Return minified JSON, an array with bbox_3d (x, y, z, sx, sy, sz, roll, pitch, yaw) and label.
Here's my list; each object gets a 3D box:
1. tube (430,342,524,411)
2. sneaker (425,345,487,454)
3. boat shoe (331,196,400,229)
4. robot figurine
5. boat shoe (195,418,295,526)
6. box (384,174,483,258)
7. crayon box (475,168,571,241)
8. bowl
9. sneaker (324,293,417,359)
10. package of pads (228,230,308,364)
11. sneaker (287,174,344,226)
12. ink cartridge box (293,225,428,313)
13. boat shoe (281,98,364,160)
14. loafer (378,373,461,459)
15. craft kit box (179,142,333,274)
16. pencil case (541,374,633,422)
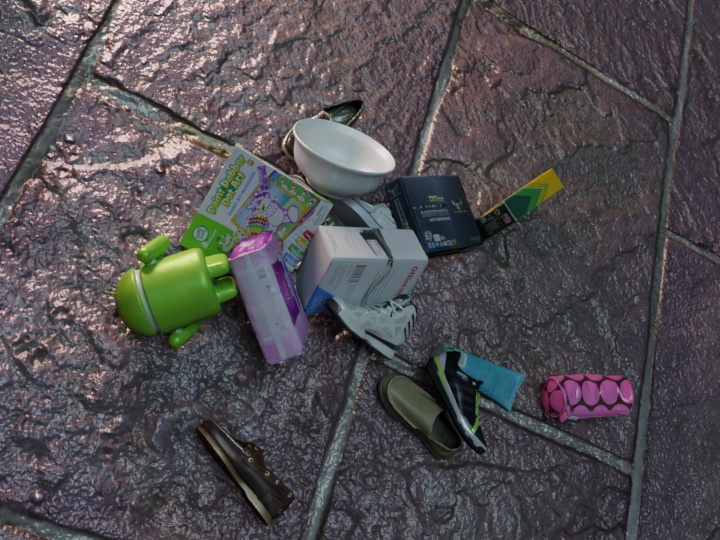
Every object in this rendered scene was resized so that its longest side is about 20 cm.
[{"bbox_3d":[0.231,0.203,1.432,0.199,0.050,0.078,27,86,-18],"label":"tube"},{"bbox_3d":[0.193,0.231,1.329,0.082,0.072,0.201,-26,75,-2],"label":"sneaker"},{"bbox_3d":[0.037,-0.101,1.426,0.201,0.075,0.086,37,62,-12],"label":"boat shoe"},{"bbox_3d":[-0.302,0.035,1.183,0.199,0.116,0.177,-19,111,-8],"label":"robot figurine"},{"bbox_3d":[-0.186,0.316,1.188,0.070,0.070,0.201,-39,100,-23],"label":"boat shoe"},{"bbox_3d":[0.149,-0.109,1.461,0.199,0.051,0.159,-8,75,-47],"label":"box"},{"bbox_3d":[0.342,-0.145,1.553,0.199,0.127,0.051,-33,88,-31],"label":"crayon box"},{"bbox_3d":[-0.043,-0.194,1.354,0.200,0.091,0.202,19,30,-11],"label":"bowl"},{"bbox_3d":[0.027,0.071,1.311,0.116,0.076,0.200,-50,133,1],"label":"sneaker"},{"bbox_3d":[-0.151,0.043,1.227,0.075,0.121,0.201,-17,107,6],"label":"package of pads"},{"bbox_3d":[-0.086,-0.095,1.348,0.067,0.090,0.201,-39,88,5],"label":"sneaker"},{"bbox_3d":[0.000,0.000,1.317,0.199,0.145,0.085,1,48,-30],"label":"ink cartridge box"},{"bbox_3d":[-0.072,-0.288,1.441,0.073,0.065,0.200,49,61,-3],"label":"boat shoe"},{"bbox_3d":[0.117,0.263,1.345,0.200,0.067,0.076,45,58,-8],"label":"loafer"},{"bbox_3d":[-0.181,-0.084,1.277,0.197,0.049,0.201,30,99,-10],"label":"craft kit box"},{"bbox_3d":[0.470,0.263,1.500,0.198,0.091,0.094,0,38,-23],"label":"pencil case"}]
